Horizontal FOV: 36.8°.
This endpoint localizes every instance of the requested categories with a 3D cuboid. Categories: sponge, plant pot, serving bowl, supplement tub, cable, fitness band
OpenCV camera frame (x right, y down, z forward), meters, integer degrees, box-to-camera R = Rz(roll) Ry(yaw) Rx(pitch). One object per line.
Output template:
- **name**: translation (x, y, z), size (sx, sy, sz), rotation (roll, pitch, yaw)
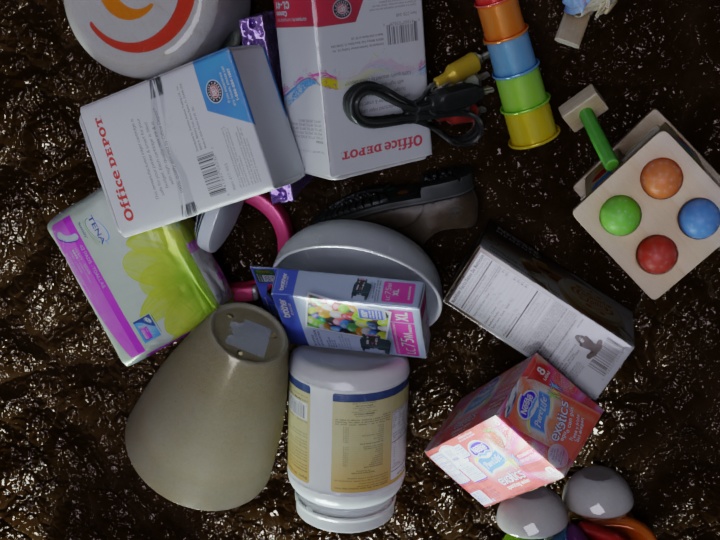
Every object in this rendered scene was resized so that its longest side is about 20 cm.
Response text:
- **sponge**: translation (-0.091, -0.185, 1.205), size (0.029, 0.112, 0.203), rotation (-6, 105, 13)
- **plant pot**: translation (-0.157, 0.140, 1.249), size (0.186, 0.188, 0.201), rotation (30, 127, 2)
- **serving bowl**: translation (0.000, 0.000, 1.229), size (0.197, 0.067, 0.201), rotation (9, 151, 5)
- **supplement tub**: translation (-0.016, 0.191, 1.283), size (0.142, 0.144, 0.203), rotation (5, 107, 11)
- **cable**: translation (0.064, -0.173, 1.155), size (0.198, 0.050, 0.098), rotation (-14, 122, -25)
- **fitness band**: translation (-0.177, -0.034, 1.309), size (0.197, 0.037, 0.146), rotation (-2, 105, 12)

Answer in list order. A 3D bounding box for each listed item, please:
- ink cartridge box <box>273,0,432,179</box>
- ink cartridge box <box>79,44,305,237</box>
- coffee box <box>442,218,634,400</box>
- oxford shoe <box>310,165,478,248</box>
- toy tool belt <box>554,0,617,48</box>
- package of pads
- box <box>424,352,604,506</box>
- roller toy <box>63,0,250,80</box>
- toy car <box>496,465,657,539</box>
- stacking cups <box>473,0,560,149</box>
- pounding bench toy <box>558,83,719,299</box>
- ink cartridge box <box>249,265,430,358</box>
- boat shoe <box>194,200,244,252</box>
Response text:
- **ink cartridge box**: translation (-0.007, -0.212, 1.156), size (0.085, 0.146, 0.203), rotation (17, 116, 50)
- **ink cartridge box**: translation (-0.178, -0.135, 1.143), size (0.198, 0.086, 0.148), rotation (-15, 97, 27)
- **coffee box**: translation (0.201, 0.041, 1.208), size (0.199, 0.114, 0.080), rotation (33, 111, 2)
- **oxford shoe**: translation (0.039, -0.055, 1.238), size (0.197, 0.073, 0.085), rotation (-9, 113, 18)
- **toy tool belt**: translation (0.188, -0.335, 1.096), size (0.200, 0.125, 0.123), rotation (45, 102, -2)
- **package of pads**: translation (-0.256, -0.010, 1.279), size (0.153, 0.068, 0.202), rotation (-27, 97, 17)
- **box**: translation (0.166, 0.182, 1.212), size (0.102, 0.095, 0.200), rotation (40, 152, -1)
- **roller toy**: translation (-0.220, -0.301, 1.185), size (0.197, 0.140, 0.185), rotation (10, 98, 13)
- **toy car**: translation (0.253, 0.337, 1.243), size (0.197, 0.150, 0.177), rotation (-10, 109, -18)
- **stacking cups**: translation (0.157, -0.232, 1.147), size (0.060, 0.061, 0.202), rotation (-15, 112, 16)
- **pounding bench toy**: translation (0.281, -0.097, 1.126), size (0.200, 0.156, 0.124), rotation (45, 110, -3)
- **ink cartridge box**: translation (-0.023, 0.048, 1.216), size (0.197, 0.042, 0.120), rotation (7, 150, 12)
- **boat shoe**: translation (-0.164, -0.123, 1.240), size (0.067, 0.072, 0.203), rotation (14, 87, 11)
